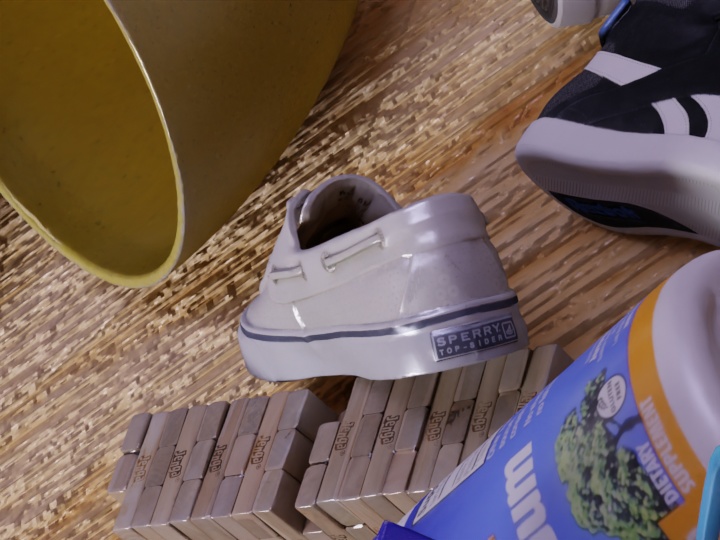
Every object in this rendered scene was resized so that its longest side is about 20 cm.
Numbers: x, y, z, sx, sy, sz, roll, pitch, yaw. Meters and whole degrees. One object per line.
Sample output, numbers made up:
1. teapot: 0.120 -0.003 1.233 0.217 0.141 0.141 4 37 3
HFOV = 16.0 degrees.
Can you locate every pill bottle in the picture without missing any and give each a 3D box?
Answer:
1. pill bottle: 0.072 0.094 0.760 0.200 0.112 0.112 -46 32 34

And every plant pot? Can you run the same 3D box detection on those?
1. plant pot: -0.085 -0.114 1.089 0.142 0.201 0.200 -33 29 -28

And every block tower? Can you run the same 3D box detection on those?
1. block tower: -0.002 0.076 0.922 0.199 0.058 0.054 -12 49 40

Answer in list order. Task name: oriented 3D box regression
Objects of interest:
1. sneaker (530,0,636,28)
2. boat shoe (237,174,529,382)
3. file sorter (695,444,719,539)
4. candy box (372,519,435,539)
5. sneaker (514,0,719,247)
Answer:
1. sneaker: 0.094 -0.156 1.044 0.084 0.073 0.200 -13 33 -5
2. boat shoe: 0.000 0.000 0.922 0.071 0.070 0.200 -13 3 -17
3. file sorter: 0.185 0.098 0.574 0.199 0.123 0.139 -11 46 -13
4. candy box: 0.061 0.185 0.648 0.077 0.199 0.170 111 -177 -65
5. sneaker: 0.144 -0.063 0.887 0.200 0.073 0.112 18 72 52
